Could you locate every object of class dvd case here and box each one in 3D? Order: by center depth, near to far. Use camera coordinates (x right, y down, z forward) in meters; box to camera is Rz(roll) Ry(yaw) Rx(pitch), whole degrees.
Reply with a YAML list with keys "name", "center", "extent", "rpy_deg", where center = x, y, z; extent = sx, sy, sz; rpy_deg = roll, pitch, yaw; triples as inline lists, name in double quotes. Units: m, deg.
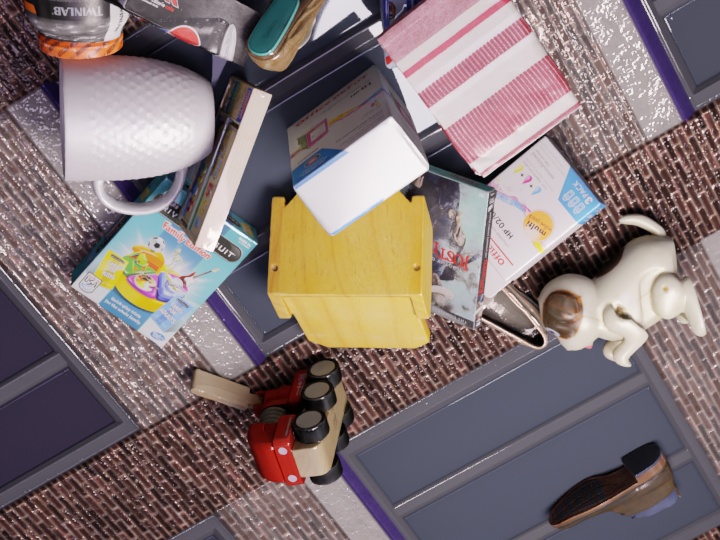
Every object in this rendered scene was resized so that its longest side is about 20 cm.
- name: "dvd case"
  center: [0.103, -0.035, 1.713]
  extent: [0.146, 0.022, 0.200]
  rpy_deg: [23, 125, 31]

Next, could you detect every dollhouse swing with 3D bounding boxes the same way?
- name: "dollhouse swing"
  center: [0.000, 0.000, 1.732]
  extent: [0.200, 0.176, 0.182]
  rpy_deg: [-1, 79, 14]

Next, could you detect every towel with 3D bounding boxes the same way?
- name: "towel"
  center: [0.131, -0.221, 1.455]
  extent: [0.144, 0.023, 0.200]
  rpy_deg: [-36, 104, 8]

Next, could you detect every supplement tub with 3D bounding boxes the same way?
- name: "supplement tub"
  center: [-0.321, -0.348, 1.485]
  extent: [0.122, 0.123, 0.200]
  rpy_deg: [-2, 118, -6]

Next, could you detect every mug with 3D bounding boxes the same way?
- name: "mug"
  center: [-0.268, -0.159, 1.581]
  extent: [0.175, 0.148, 0.200]
  rpy_deg: [-2, 118, -14]

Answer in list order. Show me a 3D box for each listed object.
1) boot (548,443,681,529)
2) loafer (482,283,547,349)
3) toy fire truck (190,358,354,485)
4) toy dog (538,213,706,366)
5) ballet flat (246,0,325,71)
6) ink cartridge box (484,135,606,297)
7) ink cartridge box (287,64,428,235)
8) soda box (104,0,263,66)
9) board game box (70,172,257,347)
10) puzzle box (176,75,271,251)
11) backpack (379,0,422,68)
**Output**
- name: "boot"
  center: [0.386, 0.353, 1.982]
  extent: [0.200, 0.075, 0.097]
  rpy_deg: [-33, 114, 9]
- name: "loafer"
  center: [0.180, 0.041, 1.793]
  extent: [0.200, 0.063, 0.072]
  rpy_deg: [32, 110, -21]
- name: "toy fire truck"
  center: [-0.126, 0.199, 1.787]
  extent: [0.200, 0.176, 0.129]
  rpy_deg: [-8, 121, 14]
- name: "toy dog"
  center: [0.339, 0.039, 1.773]
  extent: [0.200, 0.140, 0.194]
  rpy_deg: [-19, 106, 3]
- name: "ballet flat"
  center: [-0.064, -0.319, 1.554]
  extent: [0.200, 0.068, 0.072]
  rpy_deg: [-63, 155, -7]
- name: "ink cartridge box"
  center: [0.202, -0.065, 1.707]
  extent: [0.200, 0.068, 0.115]
  rpy_deg: [-41, 81, 14]
- name: "ink cartridge box"
  center: [-0.008, -0.149, 1.590]
  extent: [0.144, 0.200, 0.085]
  rpy_deg: [-35, 113, 11]
- name: "soda box"
  center: [-0.203, -0.301, 1.497]
  extent: [0.200, 0.063, 0.071]
  rpy_deg: [18, 99, -51]
- name: "board game box"
  center: [-0.255, -0.017, 1.715]
  extent: [0.151, 0.047, 0.200]
  rpy_deg: [36, 109, -23]
- name: "puzzle box"
  center: [-0.167, -0.131, 1.587]
  extent: [0.025, 0.133, 0.200]
  rpy_deg: [18, 98, -22]
- name: "backpack"
  center: [0.102, -0.318, 1.532]
  extent: [0.154, 0.200, 0.191]
  rpy_deg: [7, 115, 4]
